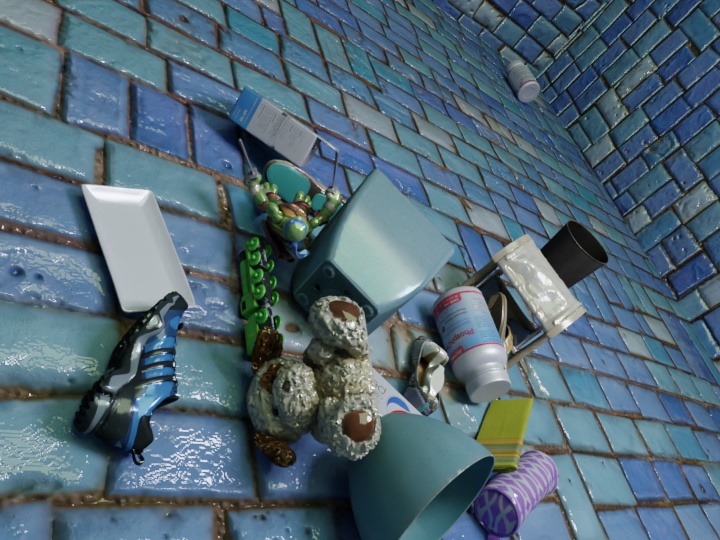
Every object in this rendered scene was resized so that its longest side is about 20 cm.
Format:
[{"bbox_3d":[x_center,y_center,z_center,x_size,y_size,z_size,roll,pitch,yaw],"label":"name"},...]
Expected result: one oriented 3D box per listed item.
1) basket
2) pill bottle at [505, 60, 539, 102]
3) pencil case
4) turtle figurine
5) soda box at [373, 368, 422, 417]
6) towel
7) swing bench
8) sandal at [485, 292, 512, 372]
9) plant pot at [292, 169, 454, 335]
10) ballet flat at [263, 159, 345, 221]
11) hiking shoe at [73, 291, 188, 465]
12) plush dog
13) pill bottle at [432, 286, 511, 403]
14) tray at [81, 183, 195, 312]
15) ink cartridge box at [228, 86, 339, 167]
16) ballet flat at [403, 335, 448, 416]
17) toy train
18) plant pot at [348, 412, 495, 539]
[{"bbox_3d":[0.518,-0.013,1.573,0.178,0.200,0.138,8,47,-45],"label":"basket"},{"bbox_3d":[0.782,-0.920,2.914,0.112,0.113,0.204,18,42,-36],"label":"pill bottle"},{"bbox_3d":[0.261,0.367,0.990,0.198,0.082,0.088,-10,97,-50],"label":"pencil case"},{"bbox_3d":[-0.107,-0.129,0.966,0.194,0.141,0.205,-145,-143,-71],"label":"turtle figurine"},{"bbox_3d":[0.015,0.202,0.891,0.200,0.064,0.068,43,34,-5],"label":"soda box"},{"bbox_3d":[0.252,0.288,1.062,0.200,0.084,0.019,-44,120,-57],"label":"towel"},{"bbox_3d":[0.327,0.068,1.267,0.129,0.200,0.201,-16,67,-54],"label":"swing bench"},{"bbox_3d":[0.275,0.148,1.197,0.053,0.080,0.206,9,72,-30],"label":"sandal"},{"bbox_3d":[0.000,0.000,0.981,0.196,0.196,0.200,44,41,-3],"label":"plant pot"},{"bbox_3d":[-0.104,-0.150,1.138,0.198,0.068,0.068,33,15,-30],"label":"ballet flat"},{"bbox_3d":[-0.242,0.115,0.690,0.086,0.074,0.203,41,42,-21],"label":"hiking shoe"},{"bbox_3d":[-0.064,0.155,0.774,0.167,0.161,0.205,-9,65,-1],"label":"plush dog"},{"bbox_3d":[0.213,0.140,1.144,0.107,0.109,0.204,17,42,-37],"label":"pill bottle"},{"bbox_3d":[-0.301,-0.028,0.806,0.106,0.022,0.203,1,55,-50],"label":"tray"},{"bbox_3d":[-0.139,-0.255,1.129,0.198,0.067,0.116,34,9,-4],"label":"ink cartridge box"},{"bbox_3d":[0.122,0.173,1.042,0.072,0.072,0.202,38,33,-11],"label":"ballet flat"},{"bbox_3d":[-0.150,0.037,0.879,0.041,0.056,0.204,32,33,-44],"label":"toy train"},{"bbox_3d":[0.059,0.267,0.779,0.197,0.203,0.134,-3,36,-50],"label":"plant pot"}]
